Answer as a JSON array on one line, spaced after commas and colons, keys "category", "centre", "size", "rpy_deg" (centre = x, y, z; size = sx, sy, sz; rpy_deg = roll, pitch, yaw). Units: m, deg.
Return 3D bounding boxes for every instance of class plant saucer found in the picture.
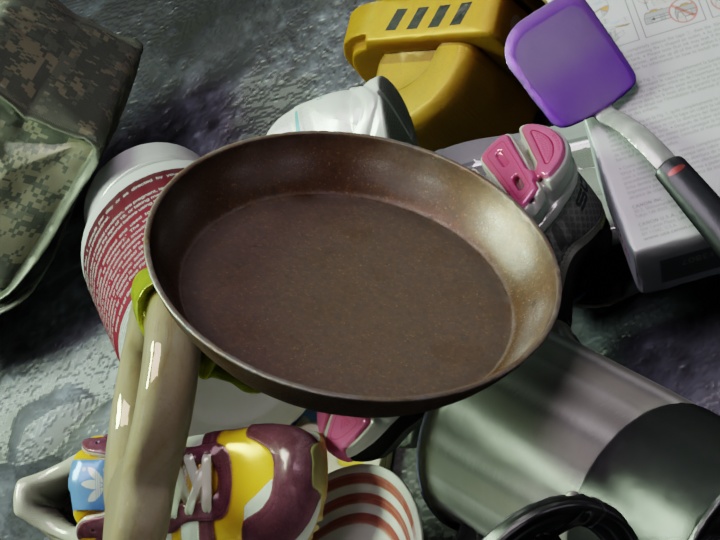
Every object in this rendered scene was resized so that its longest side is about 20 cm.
[{"category": "plant saucer", "centre": [-0.005, 0.005, 1.193], "size": [0.199, 0.035, 0.201], "rpy_deg": [6, 40, -5]}]

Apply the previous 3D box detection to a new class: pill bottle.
[{"category": "pill bottle", "centre": [-0.098, 0.007, 1.446], "size": [0.113, 0.113, 0.200], "rpy_deg": [-36, 35, 3]}]

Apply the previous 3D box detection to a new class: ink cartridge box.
[{"category": "ink cartridge box", "centre": [0.194, -0.099, 1.322], "size": [0.162, 0.057, 0.200], "rpy_deg": [-16, 54, 1]}]

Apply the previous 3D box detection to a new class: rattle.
[{"category": "rattle", "centre": [-0.069, 0.105, 1.235], "size": [0.130, 0.142, 0.201], "rpy_deg": [-24, 58, 57]}]

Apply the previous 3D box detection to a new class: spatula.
[{"category": "spatula", "centre": [0.145, -0.061, 1.270], "size": [0.056, 0.021, 0.200], "rpy_deg": [-31, 61, -13]}]

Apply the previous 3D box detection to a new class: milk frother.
[{"category": "milk frother", "centre": [0.089, 0.108, 1.158], "size": [0.181, 0.200, 0.188], "rpy_deg": [-52, 42, -10]}]

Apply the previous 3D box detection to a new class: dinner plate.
[{"category": "dinner plate", "centre": [-0.027, 0.192, 1.252], "size": [0.200, 0.024, 0.201], "rpy_deg": [-42, 30, 31]}]

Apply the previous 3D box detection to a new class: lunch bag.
[{"category": "lunch bag", "centre": [-0.233, -0.056, 1.575], "size": [0.200, 0.117, 0.164], "rpy_deg": [-55, 10, 26]}]

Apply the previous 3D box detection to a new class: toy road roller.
[{"category": "toy road roller", "centre": [0.083, -0.127, 1.447], "size": [0.199, 0.123, 0.146], "rpy_deg": [0, 68, 36]}]

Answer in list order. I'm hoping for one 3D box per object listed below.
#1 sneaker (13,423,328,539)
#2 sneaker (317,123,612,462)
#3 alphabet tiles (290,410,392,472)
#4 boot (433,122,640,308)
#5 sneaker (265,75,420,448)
[{"category": "sneaker", "centre": [-0.101, 0.119, 1.307], "size": [0.200, 0.090, 0.075], "rpy_deg": [-21, 61, 47]}, {"category": "sneaker", "centre": [0.061, 0.026, 1.289], "size": [0.200, 0.087, 0.074], "rpy_deg": [-53, 36, -2]}, {"category": "alphabet tiles", "centre": [-0.075, 0.135, 1.392], "size": [0.199, 0.015, 0.196], "rpy_deg": [-12, 47, 27]}, {"category": "boot", "centre": [0.092, -0.021, 1.372], "size": [0.199, 0.074, 0.096], "rpy_deg": [-19, 49, 26]}, {"category": "sneaker", "centre": [0.000, 0.000, 1.365], "size": [0.080, 0.070, 0.201], "rpy_deg": [-12, 85, 16]}]
